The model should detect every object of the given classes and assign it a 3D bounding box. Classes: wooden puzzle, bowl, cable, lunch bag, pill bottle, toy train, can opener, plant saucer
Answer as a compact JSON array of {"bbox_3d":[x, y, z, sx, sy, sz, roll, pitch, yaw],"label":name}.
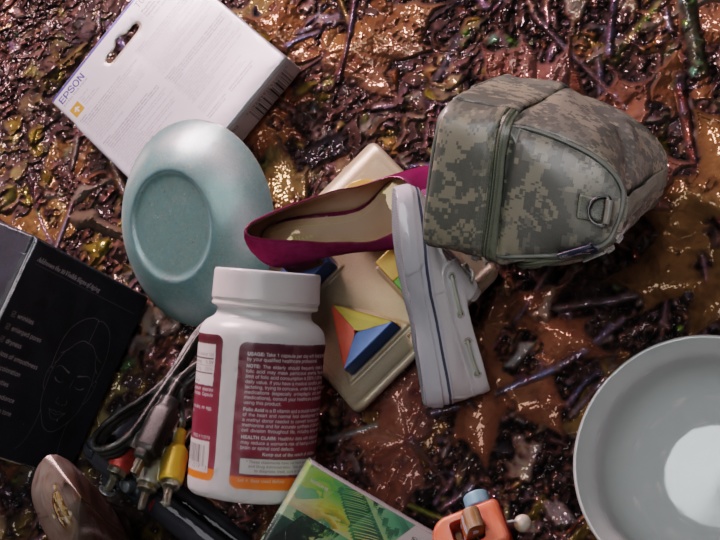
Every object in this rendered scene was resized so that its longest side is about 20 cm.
[{"bbox_3d":[0.000,0.000,1.425,0.185,0.046,0.200,-45,61,5],"label":"wooden puzzle"},{"bbox_3d":[0.277,0.158,1.226,0.200,0.090,0.202,-7,71,22],"label":"bowl"},{"bbox_3d":[-0.177,0.125,1.429,0.097,0.050,0.200,11,54,24],"label":"cable"},{"bbox_3d":[0.161,-0.078,1.290,0.167,0.200,0.140,11,107,21],"label":"lunch bag"},{"bbox_3d":[-0.090,0.100,1.370,0.114,0.114,0.201,5,90,25],"label":"pill bottle"},{"bbox_3d":[0.077,0.274,1.242,0.150,0.056,0.201,-17,57,8],"label":"toy train"},{"bbox_3d":[-0.180,0.208,1.424,0.200,0.063,0.079,40,121,26],"label":"can opener"},{"bbox_3d":[-0.169,-0.044,1.473,0.200,0.039,0.202,5,98,38],"label":"plant saucer"}]

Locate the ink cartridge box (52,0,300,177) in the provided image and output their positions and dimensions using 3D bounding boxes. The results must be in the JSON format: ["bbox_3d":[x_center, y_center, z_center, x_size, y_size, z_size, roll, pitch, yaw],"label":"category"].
[{"bbox_3d":[-0.190,-0.187,1.573,0.197,0.043,0.200,-50,60,4],"label":"ink cartridge box"}]

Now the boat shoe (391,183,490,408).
[{"bbox_3d":[0.071,0.019,1.347,0.067,0.074,0.201,-10,105,-4],"label":"boat shoe"}]

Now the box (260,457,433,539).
[{"bbox_3d":[-0.033,0.282,1.312,0.144,0.036,0.200,30,85,-7],"label":"box"}]

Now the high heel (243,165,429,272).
[{"bbox_3d":[-0.003,-0.051,1.365,0.200,0.096,0.068,-27,69,12],"label":"high heel"}]

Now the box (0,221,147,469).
[{"bbox_3d":[-0.333,0.069,1.462,0.124,0.200,0.197,22,83,29],"label":"box"}]

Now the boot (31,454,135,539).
[{"bbox_3d":[-0.225,0.268,1.344,0.064,0.200,0.187,-22,67,-5],"label":"boot"}]
